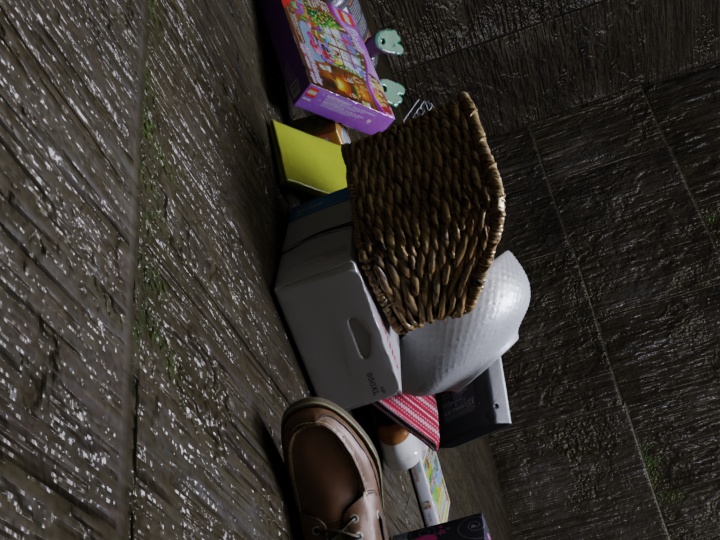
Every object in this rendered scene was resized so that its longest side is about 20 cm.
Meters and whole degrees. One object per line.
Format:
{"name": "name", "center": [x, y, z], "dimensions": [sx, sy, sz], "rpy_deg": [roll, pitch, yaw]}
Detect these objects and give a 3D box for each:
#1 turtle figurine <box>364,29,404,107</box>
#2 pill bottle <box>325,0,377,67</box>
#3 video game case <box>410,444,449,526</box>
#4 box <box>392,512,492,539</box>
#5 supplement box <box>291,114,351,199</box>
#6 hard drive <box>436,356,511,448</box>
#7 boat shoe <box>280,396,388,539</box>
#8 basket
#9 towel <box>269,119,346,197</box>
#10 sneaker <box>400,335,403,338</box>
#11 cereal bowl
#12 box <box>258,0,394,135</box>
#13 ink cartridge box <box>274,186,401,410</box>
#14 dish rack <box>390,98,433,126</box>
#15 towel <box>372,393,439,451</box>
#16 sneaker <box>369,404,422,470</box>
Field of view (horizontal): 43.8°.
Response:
{"name": "turtle figurine", "center": [-0.017, -0.266, 1.260], "dimensions": [0.198, 0.099, 0.153], "rpy_deg": [0, -71, 56]}
{"name": "pill bottle", "center": [-0.048, -0.391, 1.390], "dimensions": [0.201, 0.104, 0.108], "rpy_deg": [64, 13, -49]}
{"name": "video game case", "center": [0.098, 0.293, 1.363], "dimensions": [0.200, 0.022, 0.186], "rpy_deg": [-5, 79, -82]}
{"name": "box", "center": [0.101, 0.374, 0.933], "dimensions": [0.201, 0.112, 0.135], "rpy_deg": [-82, 155, -70]}
{"name": "supplement box", "center": [-0.026, -0.099, 1.139], "dimensions": [0.069, 0.065, 0.203], "rpy_deg": [-86, 158, -58]}
{"name": "hard drive", "center": [0.129, 0.111, 1.147], "dimensions": [0.139, 0.032, 0.204], "rpy_deg": [139, -50, -57]}
{"name": "boat shoe", "center": [-0.011, 0.194, 0.687], "dimensions": [0.068, 0.071, 0.203], "rpy_deg": [-89, 161, -66]}
{"name": "basket", "center": [0.076, -0.050, 0.884], "dimensions": [0.202, 0.146, 0.144], "rpy_deg": [-100, 166, -51]}
{"name": "towel", "center": [-0.021, -0.109, 1.033], "dimensions": [0.198, 0.018, 0.087], "rpy_deg": [15, 49, -42]}
{"name": "sneaker", "center": [0.000, 0.000, 1.064], "dimensions": [0.202, 0.078, 0.095], "rpy_deg": [56, 20, 2]}
{"name": "cereal bowl", "center": [0.116, 0.074, 1.002], "dimensions": [0.084, 0.199, 0.200], "rpy_deg": [49, 7, 7]}
{"name": "box", "center": [-0.044, -0.266, 1.113], "dimensions": [0.135, 0.039, 0.203], "rpy_deg": [14, 44, -40]}
{"name": "ink cartridge box", "center": [-0.018, 0.024, 0.905], "dimensions": [0.201, 0.083, 0.147], "rpy_deg": [-88, 159, -65]}
{"name": "dish rack", "center": [0.042, -0.144, 1.265], "dimensions": [0.054, 0.201, 0.154], "rpy_deg": [32, -11, 24]}
{"name": "towel", "center": [0.036, 0.116, 1.081], "dimensions": [0.144, 0.022, 0.201], "rpy_deg": [38, 22, -17]}
{"name": "sneaker", "center": [0.049, 0.149, 1.137], "dimensions": [0.202, 0.071, 0.086], "rpy_deg": [-91, 165, -55]}
